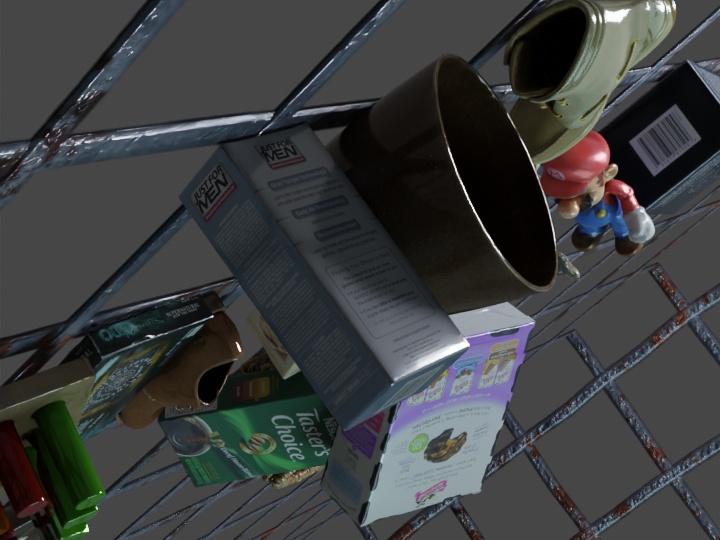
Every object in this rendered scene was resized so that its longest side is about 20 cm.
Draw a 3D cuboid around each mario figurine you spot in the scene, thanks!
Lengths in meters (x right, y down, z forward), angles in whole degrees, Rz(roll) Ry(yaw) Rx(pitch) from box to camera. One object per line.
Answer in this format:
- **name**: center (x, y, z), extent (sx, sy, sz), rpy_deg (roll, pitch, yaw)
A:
- **mario figurine**: center (0.239, -0.066, 1.790), extent (0.123, 0.107, 0.200), rpy_deg (-27, 145, 11)

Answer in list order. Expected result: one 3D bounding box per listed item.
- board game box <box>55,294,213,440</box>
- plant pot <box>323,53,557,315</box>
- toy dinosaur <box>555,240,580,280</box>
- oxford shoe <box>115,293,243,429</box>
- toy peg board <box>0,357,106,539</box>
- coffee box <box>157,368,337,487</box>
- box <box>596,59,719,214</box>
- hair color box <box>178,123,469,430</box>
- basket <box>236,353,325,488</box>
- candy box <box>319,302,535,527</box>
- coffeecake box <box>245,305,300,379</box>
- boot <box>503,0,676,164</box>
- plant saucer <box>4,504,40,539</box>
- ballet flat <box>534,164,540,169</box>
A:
- **board game box**: center (-0.224, 0.097, 1.387), extent (0.200, 0.028, 0.135), rpy_deg (-43, 166, 36)
- **plant pot**: center (0.018, -0.036, 1.252), extent (0.198, 0.189, 0.187), rpy_deg (-23, 174, 23)
- **toy dinosaur**: center (0.162, -0.018, 1.814), extent (0.198, 0.048, 0.088), rpy_deg (3, -174, 35)
- **oxford shoe**: center (-0.165, 0.102, 1.479), extent (0.071, 0.072, 0.200), rpy_deg (-27, 168, -40)
- **toy peg board**: center (-0.292, 0.179, 1.262), extent (0.198, 0.098, 0.200), rpy_deg (-20, 160, -28)
- **coffee box**: center (-0.089, 0.151, 1.636), extent (0.198, 0.044, 0.124), rpy_deg (-10, 138, 9)
- **box**: center (0.371, -0.150, 1.924), extent (0.148, 0.108, 0.200), rpy_deg (-39, 167, 18)
- **hair color box**: center (-0.025, 0.001, 1.136), extent (0.061, 0.201, 0.099), rpy_deg (-44, 165, 35)
- **basket**: center (-0.036, 0.168, 1.806), extent (0.199, 0.148, 0.144), rpy_deg (-18, 126, -58)
- **candy box**: center (0.064, 0.130, 1.594), extent (0.167, 0.071, 0.202), rpy_deg (-9, 125, -41)
- **coffeecake box**: center (0.000, 0.000, 1.536), extent (0.153, 0.073, 0.200), rpy_deg (-27, 165, -34)
- **boot**: center (0.159, -0.155, 1.370), extent (0.155, 0.073, 0.200), rpy_deg (-22, 160, -52)
- **plant saucer**: center (-0.370, 0.281, 1.701), extent (0.199, 0.032, 0.200), rpy_deg (-35, 168, -8)
- **ballet flat**: center (0.129, -0.084, 1.509), extent (0.200, 0.067, 0.063), rpy_deg (-32, 141, -65)
